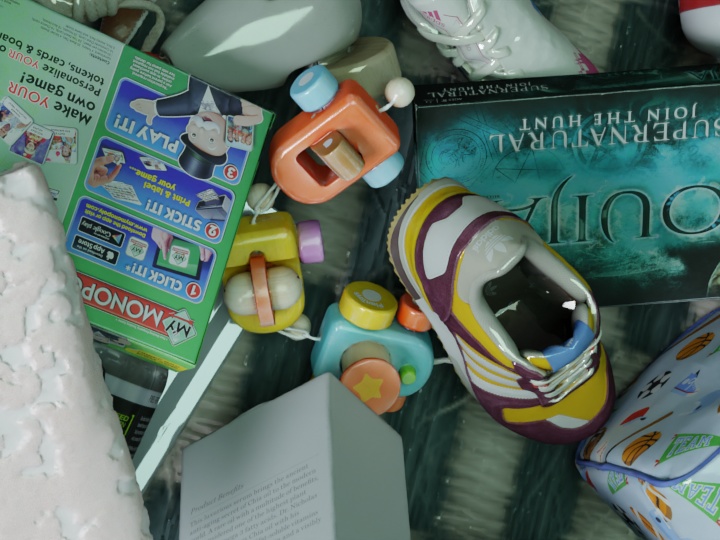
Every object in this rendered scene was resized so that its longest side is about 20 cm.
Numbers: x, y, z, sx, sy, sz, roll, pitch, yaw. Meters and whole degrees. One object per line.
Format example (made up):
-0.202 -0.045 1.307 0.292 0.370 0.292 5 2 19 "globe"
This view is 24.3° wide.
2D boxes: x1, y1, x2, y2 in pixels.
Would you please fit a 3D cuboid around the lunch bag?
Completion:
0.204 0.078 0.884 0.160 0.200 0.076 -41 97 -8 "lunch bag"

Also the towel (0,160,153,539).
-0.201 0.073 0.723 0.191 0.032 0.200 -18 108 -14 "towel"

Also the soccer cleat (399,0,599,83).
0.064 -0.124 0.893 0.070 0.086 0.200 -31 96 29 "soccer cleat"

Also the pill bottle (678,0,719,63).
0.229 -0.185 0.922 0.112 0.112 0.200 -6 94 -13 "pill bottle"

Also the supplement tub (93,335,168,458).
-0.174 0.081 0.832 0.122 0.123 0.200 26 86 -13 "supplement tub"

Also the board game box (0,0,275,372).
-0.149 -0.051 0.769 0.200 0.029 0.135 24 72 -22 "board game box"

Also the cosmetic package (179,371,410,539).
-0.032 0.160 0.818 0.101 0.200 0.071 -28 130 23 "cosmetic package"

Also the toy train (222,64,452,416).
0.000 0.000 0.863 0.150 0.056 0.200 -31 120 14 "toy train"

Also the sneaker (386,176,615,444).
0.090 0.039 0.855 0.075 0.090 0.200 -48 130 -6 "sneaker"

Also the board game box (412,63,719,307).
0.129 -0.041 0.896 0.200 0.028 0.135 -4 122 0 "board game box"

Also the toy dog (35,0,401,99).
-0.081 -0.122 0.869 0.200 0.096 0.132 0 108 -10 "toy dog"

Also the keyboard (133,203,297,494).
-0.104 0.047 0.907 0.056 0.011 0.200 32 85 -8 "keyboard"
